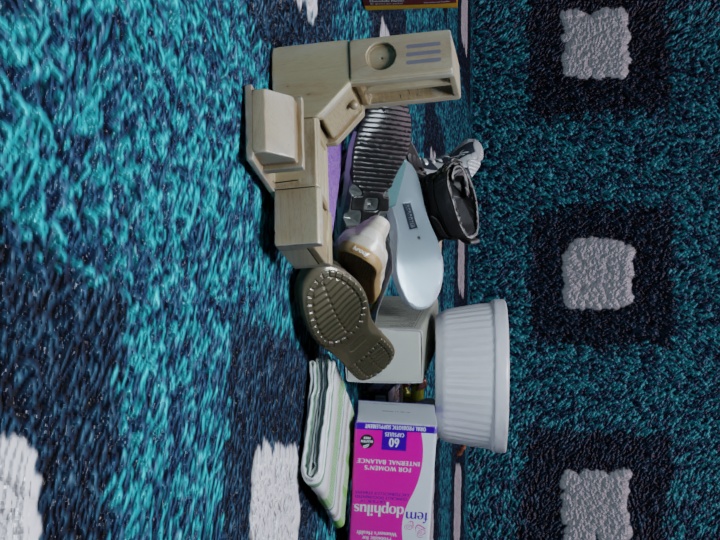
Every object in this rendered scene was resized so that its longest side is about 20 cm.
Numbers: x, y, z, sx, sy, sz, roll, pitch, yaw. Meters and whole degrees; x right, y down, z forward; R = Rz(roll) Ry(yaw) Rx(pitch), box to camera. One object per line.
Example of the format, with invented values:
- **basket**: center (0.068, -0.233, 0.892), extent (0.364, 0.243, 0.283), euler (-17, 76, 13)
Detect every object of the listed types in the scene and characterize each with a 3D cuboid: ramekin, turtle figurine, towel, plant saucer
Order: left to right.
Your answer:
- **towel**: center (-0.037, 0.199, 1.411), extent (0.200, 0.031, 0.150), euler (76, 19, -63)
- **plant saucer**: center (0.025, -0.129, 1.547), extent (0.200, 0.019, 0.070), euler (-125, -132, -71)
- **turtle figurine**: center (0.077, 0.209, 1.871), extent (0.200, 0.064, 0.162), euler (-11, -86, 60)
- **ramekin**: center (0.144, 0.137, 1.625), extent (0.202, 0.094, 0.203), euler (0, 90, -86)

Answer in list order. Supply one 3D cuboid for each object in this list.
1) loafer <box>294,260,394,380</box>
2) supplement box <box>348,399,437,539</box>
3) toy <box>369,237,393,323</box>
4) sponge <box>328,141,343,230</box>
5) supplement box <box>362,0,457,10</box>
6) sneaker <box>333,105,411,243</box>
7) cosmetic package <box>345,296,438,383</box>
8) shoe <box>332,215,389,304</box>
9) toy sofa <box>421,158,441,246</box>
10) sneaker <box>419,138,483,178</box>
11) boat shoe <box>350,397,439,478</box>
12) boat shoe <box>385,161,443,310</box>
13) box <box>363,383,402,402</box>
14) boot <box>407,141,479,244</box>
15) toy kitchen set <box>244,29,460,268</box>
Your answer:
- **loafer**: center (-0.027, 0.050, 1.339), extent (0.067, 0.076, 0.200), euler (43, -12, 39)
- **supplement box**: center (0.038, 0.272, 1.536), extent (0.103, 0.101, 0.201), euler (-84, 177, -80)
- **toy**: center (0.000, 0.000, 1.519), extent (0.200, 0.047, 0.116), euler (-91, -165, -64)
- **sponge**: center (-0.043, -0.132, 1.354), extent (0.112, 0.030, 0.201), euler (77, 15, -57)
- **supplement box**: center (0.059, -0.480, 1.650), extent (0.197, 0.132, 0.201), euler (53, 38, -75)
- **sneaker**: center (-0.001, -0.114, 1.441), extent (0.088, 0.074, 0.201), euler (35, -67, 58)
- **cosmetic package**: center (0.045, 0.089, 1.654), extent (0.200, 0.103, 0.073), euler (-48, 138, -74)
- **shoe**: center (-0.001, -0.009, 1.359), extent (0.200, 0.070, 0.054), euler (122, -8, -73)
- **toy sofa**: center (0.081, -0.095, 1.927), extent (0.200, 0.082, 0.098), euler (62, 34, -70)
- **sneaker**: center (0.084, -0.148, 1.783), extent (0.199, 0.130, 0.079), euler (-51, -171, -20)
- **boat shoe**: center (0.051, 0.212, 1.659), extent (0.200, 0.071, 0.070), euler (-36, 117, -51)
- **boat shoe**: center (0.051, -0.041, 1.628), extent (0.091, 0.071, 0.201), euler (152, -70, -63)
- **box**: center (0.034, 0.261, 1.777), extent (0.137, 0.038, 0.201), euler (-20, 110, -80)
- **boot**: center (0.096, -0.117, 1.645), extent (0.174, 0.069, 0.201), euler (-29, -100, 67)
- **toy kitchen set**: center (-0.002, -0.125, 1.145), extent (0.163, 0.180, 0.201), euler (56, 31, -71)
